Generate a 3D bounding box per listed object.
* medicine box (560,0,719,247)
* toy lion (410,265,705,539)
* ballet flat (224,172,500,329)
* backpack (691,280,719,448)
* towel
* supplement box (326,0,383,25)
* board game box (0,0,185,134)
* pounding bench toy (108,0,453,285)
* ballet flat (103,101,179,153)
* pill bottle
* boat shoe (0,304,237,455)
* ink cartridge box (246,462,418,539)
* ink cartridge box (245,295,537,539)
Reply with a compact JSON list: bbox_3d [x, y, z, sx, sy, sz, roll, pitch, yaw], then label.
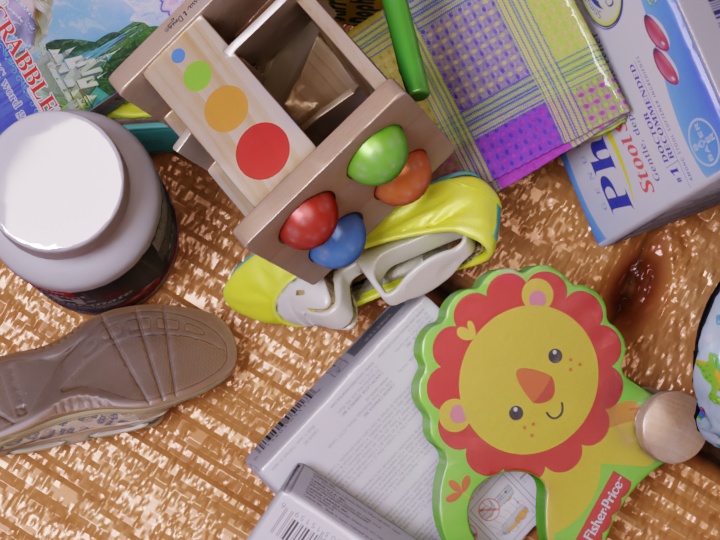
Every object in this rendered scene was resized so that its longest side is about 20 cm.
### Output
[{"bbox_3d":[0.199,-0.136,0.973,0.102,0.200,0.184,-19,82,-21],"label":"medicine box"},{"bbox_3d":[0.111,0.106,0.983,0.191,0.069,0.201,30,85,-7],"label":"toy lion"},{"bbox_3d":[0.000,0.000,0.978,0.199,0.067,0.067,-23,50,15],"label":"ballet flat"},{"bbox_3d":[0.286,0.034,0.948,0.199,0.164,0.154,-37,48,-19],"label":"backpack"},{"bbox_3d":[0.068,-0.121,0.991,0.199,0.023,0.145,-27,90,36],"label":"towel"},{"bbox_3d":[-0.020,-0.284,1.035,0.108,0.109,0.202,7,81,0],"label":"supplement box"},{"bbox_3d":[-0.190,-0.206,0.979,0.199,0.041,0.201,-31,88,18],"label":"board game box"},{"bbox_3d":[-0.012,-0.113,0.902,0.200,0.124,0.156,-44,70,6],"label":"pounding bench toy"},{"bbox_3d":[-0.087,-0.112,1.029,0.198,0.067,0.068,5,67,4],"label":"ballet flat"},{"bbox_3d":[-0.176,-0.037,0.945,0.110,0.200,0.112,0,82,-2],"label":"pill bottle"},{"bbox_3d":[-0.179,0.076,1.004,0.198,0.063,0.074,-13,67,-8],"label":"boat shoe"},{"bbox_3d":[-0.004,0.248,0.975,0.199,0.044,0.174,33,114,0],"label":"ink cartridge box"},{"bbox_3d":[0.047,0.140,1.018,0.163,0.057,0.200,-46,106,-9],"label":"ink cartridge box"}]
